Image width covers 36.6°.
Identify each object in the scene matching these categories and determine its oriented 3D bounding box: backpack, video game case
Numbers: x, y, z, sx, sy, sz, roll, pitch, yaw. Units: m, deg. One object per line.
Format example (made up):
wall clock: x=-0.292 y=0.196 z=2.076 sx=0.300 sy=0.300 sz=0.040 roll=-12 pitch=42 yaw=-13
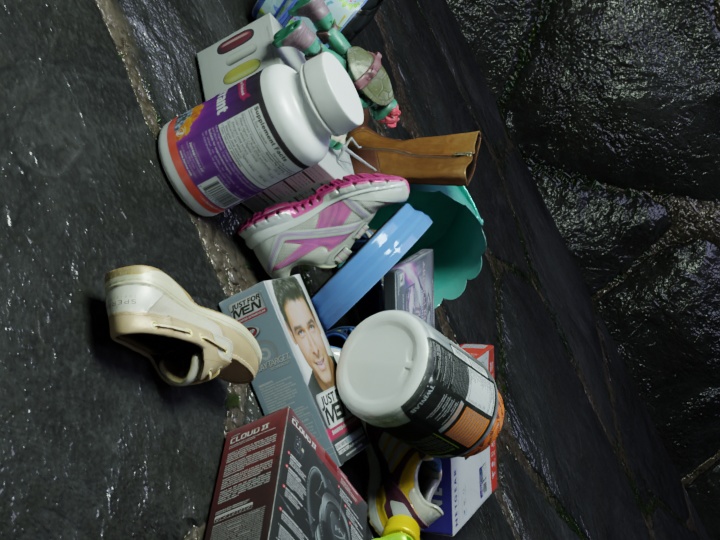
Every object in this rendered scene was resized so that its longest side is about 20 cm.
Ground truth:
backpack: x=-0.066 y=-0.371 z=1.548 sx=0.147 sy=0.183 sz=0.200 roll=38 pitch=20 yaw=-8
video game case: x=0.063 y=0.057 z=1.341 sx=0.200 sy=0.019 sz=0.144 roll=-27 pitch=117 yaw=-71

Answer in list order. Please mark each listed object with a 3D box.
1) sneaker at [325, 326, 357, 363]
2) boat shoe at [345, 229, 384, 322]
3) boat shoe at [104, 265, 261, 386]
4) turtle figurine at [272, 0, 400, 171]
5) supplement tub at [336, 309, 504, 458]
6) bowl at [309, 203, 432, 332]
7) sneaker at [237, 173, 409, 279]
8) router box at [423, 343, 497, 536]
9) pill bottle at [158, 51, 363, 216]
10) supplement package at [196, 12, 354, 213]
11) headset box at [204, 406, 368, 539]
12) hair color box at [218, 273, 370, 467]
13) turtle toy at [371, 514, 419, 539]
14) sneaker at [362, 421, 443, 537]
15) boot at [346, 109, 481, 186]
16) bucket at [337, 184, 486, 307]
sneaker: x=-0.007 y=0.097 z=1.301 sx=0.083 sy=0.074 sz=0.200 roll=60 pitch=18 yaw=-8
boat shoe: x=0.034 y=0.035 z=1.422 sx=0.072 sy=0.072 sz=0.202 roll=-24 pitch=112 yaw=-36
boat shoe: x=-0.156 y=0.067 z=0.951 sx=0.200 sy=0.073 sz=0.070 roll=41 pitch=43 yaw=-50
turtle figurine: x=-0.016 y=-0.226 z=1.295 sx=0.200 sy=0.100 sz=0.150 roll=50 pitch=23 yaw=-26
supplement tub: x=0.072 y=0.132 z=1.190 sx=0.200 sy=0.122 sz=0.123 roll=37 pitch=33 yaw=-49
bowl: x=0.000 y=0.000 z=1.254 sx=0.039 sy=0.201 sz=0.201 roll=45 pitch=20 yaw=-2
sneaker: x=-0.034 y=-0.049 z=1.230 sx=0.081 sy=0.198 sz=0.089 roll=-104 pitch=172 yaw=-77
router box: x=0.125 y=0.213 z=1.402 sx=0.179 sy=0.048 sz=0.202 roll=-23 pitch=113 yaw=-63
pill bottle: x=-0.102 y=-0.146 z=1.136 sx=0.112 sy=0.199 sz=0.112 roll=53 pitch=22 yaw=-33
supplement package: x=-0.099 y=-0.173 z=1.314 sx=0.156 sy=0.110 sz=0.201 roll=38 pitch=32 yaw=-55
headset box: x=-0.063 y=0.235 z=0.975 sx=0.149 sy=0.077 sz=0.201 roll=55 pitch=20 yaw=-29
hair color box: x=-0.067 y=0.110 z=1.140 sx=0.201 sy=0.060 sz=0.099 roll=66 pitch=19 yaw=3
turtle toy: x=0.035 y=0.349 z=1.061 sx=0.201 sy=0.100 sz=0.146 roll=60 pitch=19 yaw=-17
sneaker: x=0.054 y=0.219 z=1.286 sx=0.075 sy=0.090 sz=0.201 roll=47 pitch=27 yaw=-44
boot: x=0.056 y=-0.168 z=1.410 sx=0.189 sy=0.198 sz=0.069 roll=-73 pitch=151 yaw=-52
bucket: x=0.061 y=-0.059 z=1.486 sx=0.208 sy=0.206 sz=0.135 roll=54 pitch=14 yaw=-31
